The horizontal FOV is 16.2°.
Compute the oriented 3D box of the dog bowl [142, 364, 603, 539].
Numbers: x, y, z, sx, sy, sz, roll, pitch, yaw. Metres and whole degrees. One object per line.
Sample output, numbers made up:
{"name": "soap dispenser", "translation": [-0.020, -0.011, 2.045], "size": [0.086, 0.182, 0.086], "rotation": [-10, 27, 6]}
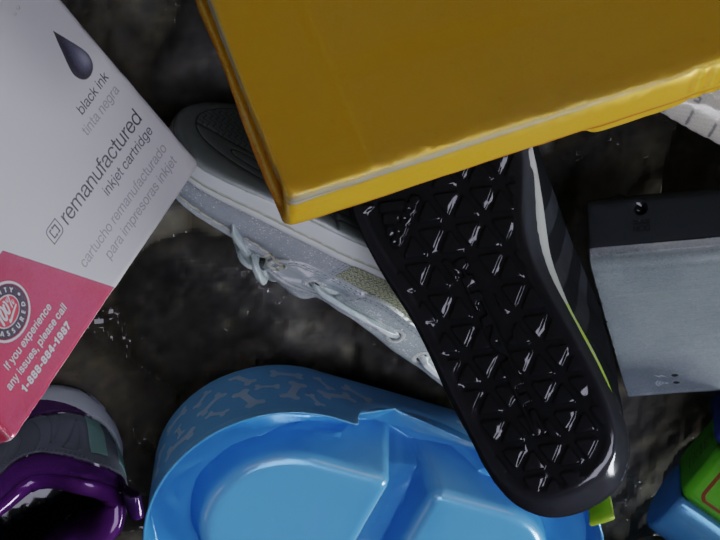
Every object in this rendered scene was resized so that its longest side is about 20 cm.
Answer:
{"name": "dog bowl", "translation": [0.003, 0.101, 1.046], "size": [0.200, 0.050, 0.112], "rotation": [17, 118, -22]}

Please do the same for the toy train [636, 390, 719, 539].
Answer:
{"name": "toy train", "translation": [0.211, 0.146, 1.102], "size": [0.200, 0.085, 0.116], "rotation": [36, 109, -6]}

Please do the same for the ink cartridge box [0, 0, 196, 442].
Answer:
{"name": "ink cartridge box", "translation": [-0.173, -0.054, 0.883], "size": [0.200, 0.084, 0.145], "rotation": [50, 50, -25]}

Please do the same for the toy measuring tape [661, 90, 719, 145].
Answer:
{"name": "toy measuring tape", "translation": [0.095, -0.088, 0.994], "size": [0.200, 0.074, 0.074], "rotation": [26, 101, -10]}

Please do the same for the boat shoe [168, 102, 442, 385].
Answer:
{"name": "boat shoe", "translation": [0.000, -0.001, 1.007], "size": [0.202, 0.075, 0.065], "rotation": [26, 118, -32]}

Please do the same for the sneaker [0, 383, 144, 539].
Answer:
{"name": "sneaker", "translation": [-0.180, 0.113, 0.980], "size": [0.200, 0.088, 0.075], "rotation": [-30, 116, -5]}

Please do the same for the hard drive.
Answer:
{"name": "hard drive", "translation": [0.198, 0.004, 1.011], "size": [0.199, 0.033, 0.140], "rotation": [-5, 153, 11]}

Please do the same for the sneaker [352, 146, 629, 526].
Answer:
{"name": "sneaker", "translation": [0.049, 0.004, 0.959], "size": [0.072, 0.083, 0.200], "rotation": [-19, 84, 12]}

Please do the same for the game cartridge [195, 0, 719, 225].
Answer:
{"name": "game cartridge", "translation": [0.037, -0.122, 0.931], "size": [0.200, 0.177, 0.032], "rotation": [-17, 157, -11]}
